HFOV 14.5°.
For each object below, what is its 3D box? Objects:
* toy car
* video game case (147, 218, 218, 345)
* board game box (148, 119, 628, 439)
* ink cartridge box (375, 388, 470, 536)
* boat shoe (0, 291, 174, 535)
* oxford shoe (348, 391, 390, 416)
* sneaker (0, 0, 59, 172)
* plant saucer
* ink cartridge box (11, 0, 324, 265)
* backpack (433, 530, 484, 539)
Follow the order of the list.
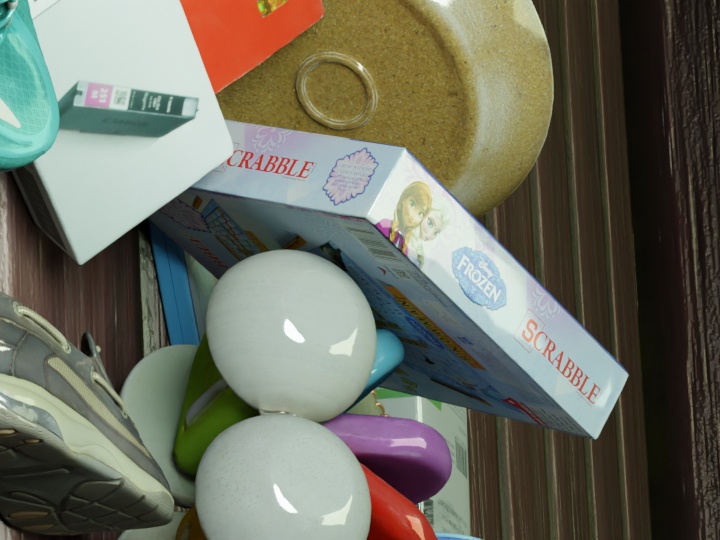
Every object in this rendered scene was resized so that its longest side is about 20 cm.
[{"bbox_3d":[-0.027,0.098,1.318,0.175,0.149,0.201,135,-37,-52],"label":"toy car"},{"bbox_3d":[-0.076,-0.009,1.555,0.200,0.018,0.144,-63,145,-67],"label":"video game case"},{"bbox_3d":[0.000,0.000,1.366,0.200,0.199,0.041,44,68,-40],"label":"board game box"},{"bbox_3d":[0.017,0.150,1.755,0.146,0.084,0.201,47,40,-69],"label":"ink cartridge box"},{"bbox_3d":[-0.125,0.060,1.183,0.200,0.074,0.074,58,30,-66],"label":"boat shoe"},{"bbox_3d":[-0.015,0.079,1.627,0.071,0.073,0.201,72,23,-71],"label":"oxford shoe"},{"bbox_3d":[-0.156,-0.121,1.066,0.078,0.079,0.201,-45,131,-37],"label":"sneaker"},{"bbox_3d":[-0.007,-0.094,1.367,0.035,0.199,0.201,-56,141,-51],"label":"plant saucer"},{"bbox_3d":[-0.092,-0.124,1.225,0.044,0.173,0.200,40,-21,39],"label":"ink cartridge box"},{"bbox_3d":[0.017,0.216,1.473,0.135,0.199,0.184,0,84,-77],"label":"backpack"}]
